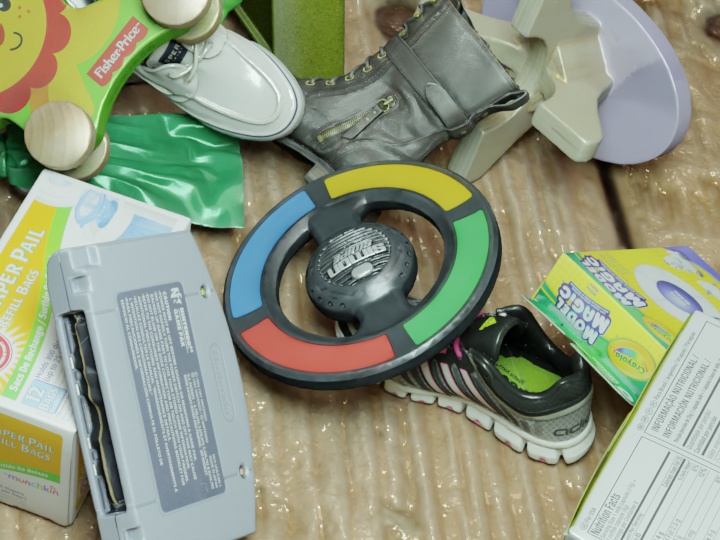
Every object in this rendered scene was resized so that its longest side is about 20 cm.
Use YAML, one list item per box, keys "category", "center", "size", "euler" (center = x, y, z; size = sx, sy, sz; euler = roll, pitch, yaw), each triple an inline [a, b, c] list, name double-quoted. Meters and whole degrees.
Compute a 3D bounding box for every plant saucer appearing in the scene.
- category: "plant saucer"
  center: [-0.079, -0.255, 1.550]
  size: [0.048, 0.201, 0.200]
  euler: [-23, 56, -17]

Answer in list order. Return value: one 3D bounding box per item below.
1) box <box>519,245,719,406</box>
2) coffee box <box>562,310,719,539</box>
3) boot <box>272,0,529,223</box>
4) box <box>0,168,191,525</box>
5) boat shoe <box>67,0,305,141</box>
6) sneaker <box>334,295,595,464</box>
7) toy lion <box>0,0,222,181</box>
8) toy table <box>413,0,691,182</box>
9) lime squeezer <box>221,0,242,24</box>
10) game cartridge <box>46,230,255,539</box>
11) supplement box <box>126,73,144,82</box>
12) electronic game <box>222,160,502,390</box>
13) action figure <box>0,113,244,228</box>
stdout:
- category: "box"
  center: [0.204, 0.036, 1.387]
  size: [0.199, 0.049, 0.117]
  euler: [-6, 45, -51]
- category: "coffee box"
  center: [0.226, 0.187, 1.208]
  size: [0.197, 0.200, 0.200]
  euler: [26, 49, 13]
- category: "boot"
  center: [0.008, -0.143, 1.491]
  size: [0.174, 0.069, 0.200]
  euler: [-45, 74, 5]
- category: "box"
  center: [-0.199, 0.048, 1.317]
  size: [0.112, 0.102, 0.201]
  euler: [18, 48, 5]
- category: "boat shoe"
  center: [-0.130, -0.159, 1.439]
  size: [0.200, 0.072, 0.066]
  euler: [38, 7, 3]
- category: "sneaker"
  center: [0.076, 0.053, 1.374]
  size: [0.199, 0.088, 0.074]
  euler: [28, 49, 14]
- category: "toy lion"
  center: [-0.223, -0.171, 1.381]
  size: [0.191, 0.069, 0.200]
  euler: [40, 89, 7]
- category: "toy table"
  center: [0.141, -0.152, 1.524]
  size: [0.200, 0.185, 0.117]
  euler: [32, 33, 33]
- category: "lime squeezer"
  center: [-0.126, -0.226, 1.490]
  size: [0.070, 0.038, 0.201]
  euler: [-18, 88, 15]
- category: "game cartridge"
  center: [-0.124, 0.078, 1.254]
  size: [0.133, 0.041, 0.201]
  euler: [-10, 88, -53]
- category: "supplement box"
  center: [-0.213, -0.210, 1.547]
  size: [0.199, 0.104, 0.102]
  euler: [-7, 51, -15]
- category: "electronic game"
  center: [0.000, 0.000, 1.378]
  size: [0.199, 0.042, 0.201]
  euler: [-12, 46, 12]
- category: "action figure"
  center: [-0.186, -0.078, 1.464]
  size: [0.199, 0.055, 0.119]
  euler: [4, 50, -13]
